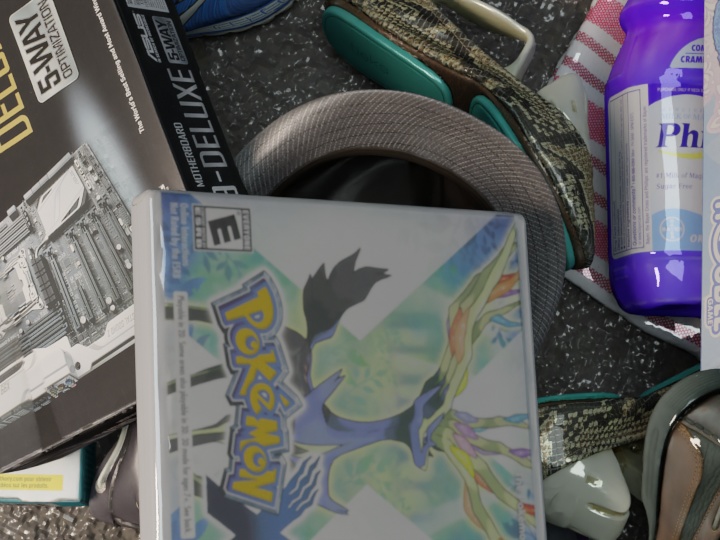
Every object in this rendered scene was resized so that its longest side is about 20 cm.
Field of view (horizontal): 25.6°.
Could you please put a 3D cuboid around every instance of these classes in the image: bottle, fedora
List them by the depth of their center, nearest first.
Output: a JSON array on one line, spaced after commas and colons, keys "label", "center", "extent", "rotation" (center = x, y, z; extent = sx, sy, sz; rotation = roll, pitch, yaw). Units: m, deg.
[{"label": "fedora", "center": [0.000, 0.000, 0.764], "extent": [0.175, 0.090, 0.202], "rotation": [19, 108, -12]}, {"label": "bottle", "center": [0.164, -0.079, 0.791], "extent": [0.083, 0.065, 0.202], "rotation": [3, 81, -17]}]

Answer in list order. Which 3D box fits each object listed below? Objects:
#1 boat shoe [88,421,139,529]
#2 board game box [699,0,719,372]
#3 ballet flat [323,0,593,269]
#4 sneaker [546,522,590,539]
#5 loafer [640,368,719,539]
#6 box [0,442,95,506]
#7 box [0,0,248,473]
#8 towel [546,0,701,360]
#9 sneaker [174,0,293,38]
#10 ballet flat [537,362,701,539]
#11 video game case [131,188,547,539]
[{"label": "boat shoe", "center": [-0.106, 0.029, 0.785], "extent": [0.062, 0.073, 0.202], "rotation": [-4, 81, 18]}, {"label": "board game box", "center": [0.245, -0.037, 0.776], "extent": [0.198, 0.043, 0.202], "rotation": [13, 75, -37]}, {"label": "ballet flat", "center": [0.066, -0.091, 0.799], "extent": [0.075, 0.068, 0.200], "rotation": [-37, 68, -17]}, {"label": "sneaker", "center": [0.090, 0.151, 0.762], "extent": [0.074, 0.088, 0.201], "rotation": [-28, 82, -8]}, {"label": "loafer", "center": [0.166, 0.140, 0.722], "extent": [0.071, 0.202, 0.063], "rotation": [-24, 36, -17]}, {"label": "box", "center": [-0.172, 0.015, 0.794], "extent": [0.081, 0.049, 0.202], "rotation": [1, 79, -2]}, {"label": "box", "center": [-0.130, -0.031, 0.714], "extent": [0.157, 0.050, 0.202], "rotation": [-26, 80, 30]}, {"label": "towel", "center": [0.166, -0.074, 0.838], "extent": [0.145, 0.030, 0.201], "rotation": [30, 80, 4]}, {"label": "sneaker", "center": [-0.093, -0.156, 0.811], "extent": [0.199, 0.089, 0.079], "rotation": [-32, 83, -8]}, {"label": "ballet flat", "center": [0.131, 0.089, 0.757], "extent": [0.198, 0.068, 0.076], "rotation": [-9, 59, -28]}, {"label": "video game case", "center": [-0.004, 0.072, 0.644], "extent": [0.181, 0.022, 0.202], "rotation": [2, 79, -30]}]
